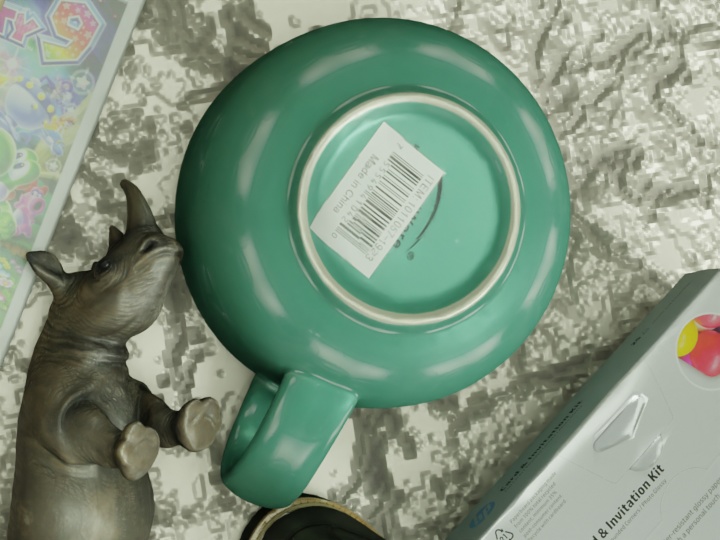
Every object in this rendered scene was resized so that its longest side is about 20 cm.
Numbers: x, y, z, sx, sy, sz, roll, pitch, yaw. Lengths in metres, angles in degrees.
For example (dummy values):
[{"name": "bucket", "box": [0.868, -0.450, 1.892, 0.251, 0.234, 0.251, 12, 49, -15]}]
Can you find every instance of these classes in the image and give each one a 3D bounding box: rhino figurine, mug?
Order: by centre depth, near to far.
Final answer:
[{"name": "rhino figurine", "box": [-0.102, 0.064, 0.845, 0.060, 0.087, 0.202, 7, 86, -48]}, {"name": "mug", "box": [0.009, -0.007, 0.851, 0.151, 0.114, 0.187, -10, 91, -12]}]

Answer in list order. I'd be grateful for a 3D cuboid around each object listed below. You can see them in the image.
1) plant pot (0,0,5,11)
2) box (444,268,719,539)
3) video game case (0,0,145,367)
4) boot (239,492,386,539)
[{"name": "plant pot", "box": [-0.236, -0.118, 0.732, 0.199, 0.199, 0.179, -2, 101, -53]}, {"name": "box", "box": [0.156, 0.126, 0.878, 0.200, 0.041, 0.156, 46, 76, -10]}, {"name": "video game case", "box": [-0.180, -0.065, 0.860, 0.142, 0.018, 0.201, 22, 85, -11]}, {"name": "boot", "box": [0.044, 0.169, 0.845, 0.199, 0.138, 0.078, 34, 82, -11]}]
